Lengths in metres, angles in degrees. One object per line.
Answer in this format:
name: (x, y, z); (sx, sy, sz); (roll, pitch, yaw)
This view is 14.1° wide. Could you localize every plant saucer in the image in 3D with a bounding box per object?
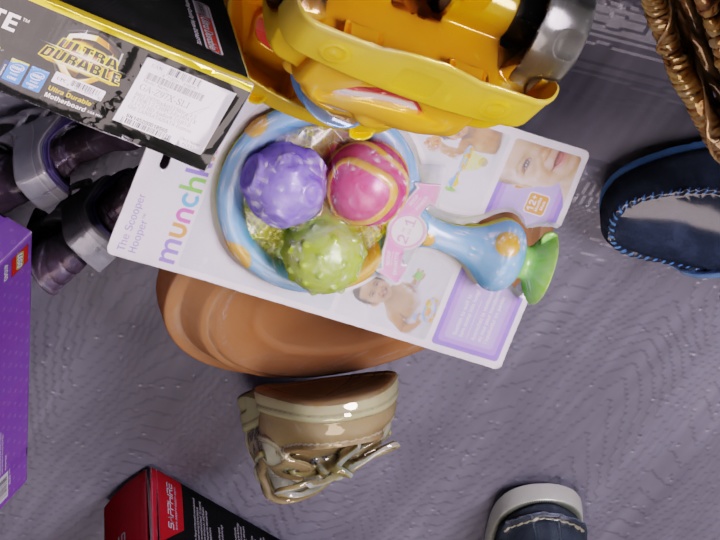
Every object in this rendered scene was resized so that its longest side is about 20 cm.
plant saucer: (0.000, 0.000, 1.419); (0.199, 0.032, 0.200); (-14, 153, -7)

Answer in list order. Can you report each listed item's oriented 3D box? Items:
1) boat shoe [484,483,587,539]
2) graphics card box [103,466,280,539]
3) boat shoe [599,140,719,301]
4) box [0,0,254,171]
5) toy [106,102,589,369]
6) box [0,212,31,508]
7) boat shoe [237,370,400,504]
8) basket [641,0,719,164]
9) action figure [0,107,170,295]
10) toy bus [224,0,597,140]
boat shoe: (0.100, 0.203, 1.680); (0.075, 0.062, 0.200); (3, 140, -7)
graphics card box: (-0.058, 0.209, 1.638); (0.200, 0.126, 0.051); (31, 125, -32)
boat shoe: (0.217, -0.020, 1.414); (0.199, 0.069, 0.084); (-1, 139, 1)
box: (-0.136, -0.131, 1.183); (0.159, 0.200, 0.049); (20, 115, -22)
toy: (-0.001, -0.025, 1.313); (0.199, 0.047, 0.116); (16, 108, -20)
box: (-0.227, 0.023, 1.437); (0.137, 0.039, 0.200); (30, 142, 17)
boat shoe: (-0.020, 0.086, 1.469); (0.073, 0.063, 0.200); (-6, 177, -8)
basket: (0.177, -0.094, 1.237); (0.142, 0.149, 0.200); (12, 148, 30)
action figure: (-0.086, -0.068, 1.364); (0.199, 0.070, 0.130); (-24, 127, 20)
toy bus: (-0.001, -0.124, 1.204); (0.135, 0.201, 0.192); (19, 144, -21)
